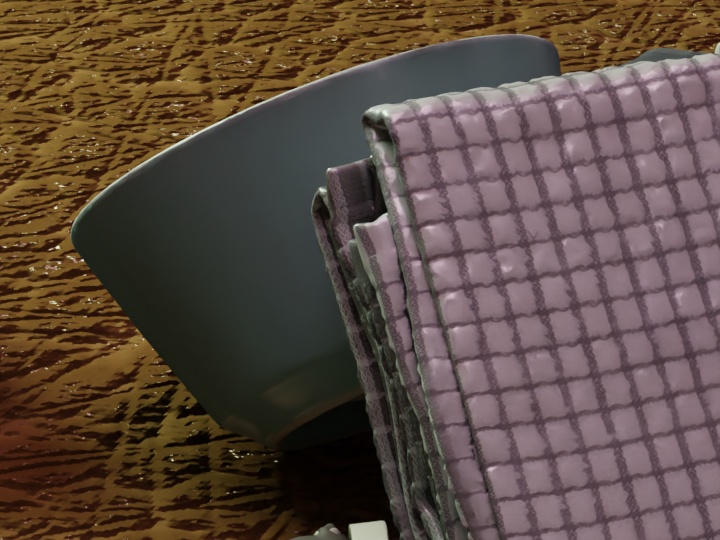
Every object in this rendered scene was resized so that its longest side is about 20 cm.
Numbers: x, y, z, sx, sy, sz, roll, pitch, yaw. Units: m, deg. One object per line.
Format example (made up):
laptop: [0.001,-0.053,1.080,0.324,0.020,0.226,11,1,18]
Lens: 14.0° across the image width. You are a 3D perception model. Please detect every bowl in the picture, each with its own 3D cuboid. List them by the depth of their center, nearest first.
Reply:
bowl: [0.000,0.000,1.109,0.200,0.105,0.201,-20,-11,-4]

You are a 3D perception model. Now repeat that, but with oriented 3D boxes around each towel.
towel: [0.083,0.034,0.998,0.165,0.200,0.086,-12,-13,-22]

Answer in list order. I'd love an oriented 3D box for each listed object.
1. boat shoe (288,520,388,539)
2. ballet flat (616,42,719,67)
boat shoe: [-0.017,0.138,0.905,0.060,0.072,0.201,-4,17,1]
ballet flat: [0.208,-0.073,1.376,0.200,0.073,0.073,8,25,23]
